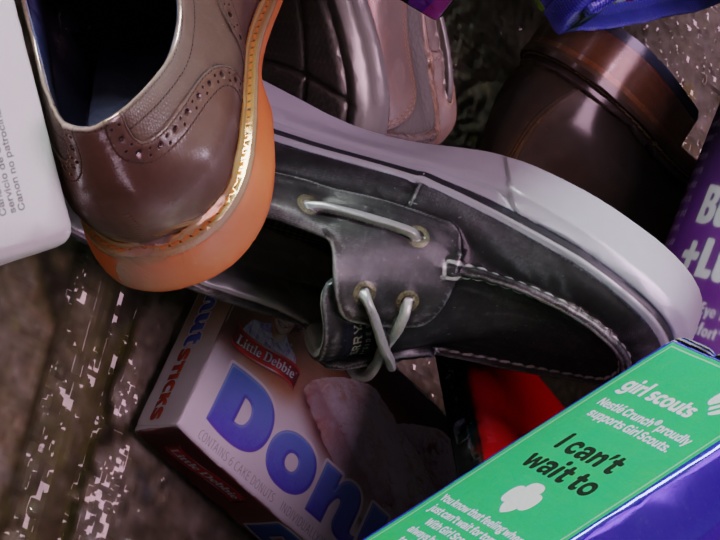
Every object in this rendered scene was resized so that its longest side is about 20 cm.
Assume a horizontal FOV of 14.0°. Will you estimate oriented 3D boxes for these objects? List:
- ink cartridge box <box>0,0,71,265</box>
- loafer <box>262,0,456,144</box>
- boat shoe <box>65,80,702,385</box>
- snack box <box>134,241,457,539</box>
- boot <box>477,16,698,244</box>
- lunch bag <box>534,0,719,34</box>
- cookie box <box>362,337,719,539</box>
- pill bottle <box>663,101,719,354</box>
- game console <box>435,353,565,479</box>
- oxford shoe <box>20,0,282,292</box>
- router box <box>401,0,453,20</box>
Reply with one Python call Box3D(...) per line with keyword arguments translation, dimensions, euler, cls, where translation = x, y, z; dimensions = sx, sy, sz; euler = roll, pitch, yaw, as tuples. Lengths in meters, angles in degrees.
Box3D(translation=(-0.186, -0.049, 0.733), dimensions=(0.200, 0.084, 0.144), euler=(-19, 98, -46), cls="ink cartridge box")
Box3D(translation=(-0.012, -0.129, 0.934), dimensions=(0.063, 0.072, 0.200), euler=(-10, 92, -45), cls="loafer")
Box3D(translation=(0.000, 0.000, 0.873), dimensions=(0.200, 0.072, 0.071), euler=(20, 55, 5), cls="boat shoe")
Box3D(translation=(0.010, 0.079, 0.955), dimensions=(0.200, 0.024, 0.072), euler=(44, 56, -32), cls="snack box")
Box3D(translation=(0.097, 0.001, 1.044), dimensions=(0.097, 0.075, 0.200), euler=(-53, 128, -11), cls="boot")
Box3D(translation=(0.092, -0.178, 0.990), dimensions=(0.200, 0.127, 0.170), euler=(-23, 78, -40), cls="lunch bag")
Box3D(translation=(0.056, 0.143, 0.818), dimensions=(0.200, 0.075, 0.171), euler=(-32, 115, -16), cls="cookie box")
Box3D(translation=(0.162, -0.014, 0.972), dimensions=(0.111, 0.111, 0.200), euler=(25, 85, -41), cls="pill bottle")
Box3D(translation=(0.049, 0.142, 0.920), dimensions=(0.200, 0.119, 0.172), euler=(50, 15, -28), cls="game console")
Box3D(translation=(-0.061, -0.093, 0.839), dimensions=(0.073, 0.071, 0.200), euler=(61, 17, -49), cls="oxford shoe")
Box3D(translation=(0.008, -0.192, 0.865), dimensions=(0.149, 0.051, 0.200), euler=(32, 59, -5), cls="router box")
